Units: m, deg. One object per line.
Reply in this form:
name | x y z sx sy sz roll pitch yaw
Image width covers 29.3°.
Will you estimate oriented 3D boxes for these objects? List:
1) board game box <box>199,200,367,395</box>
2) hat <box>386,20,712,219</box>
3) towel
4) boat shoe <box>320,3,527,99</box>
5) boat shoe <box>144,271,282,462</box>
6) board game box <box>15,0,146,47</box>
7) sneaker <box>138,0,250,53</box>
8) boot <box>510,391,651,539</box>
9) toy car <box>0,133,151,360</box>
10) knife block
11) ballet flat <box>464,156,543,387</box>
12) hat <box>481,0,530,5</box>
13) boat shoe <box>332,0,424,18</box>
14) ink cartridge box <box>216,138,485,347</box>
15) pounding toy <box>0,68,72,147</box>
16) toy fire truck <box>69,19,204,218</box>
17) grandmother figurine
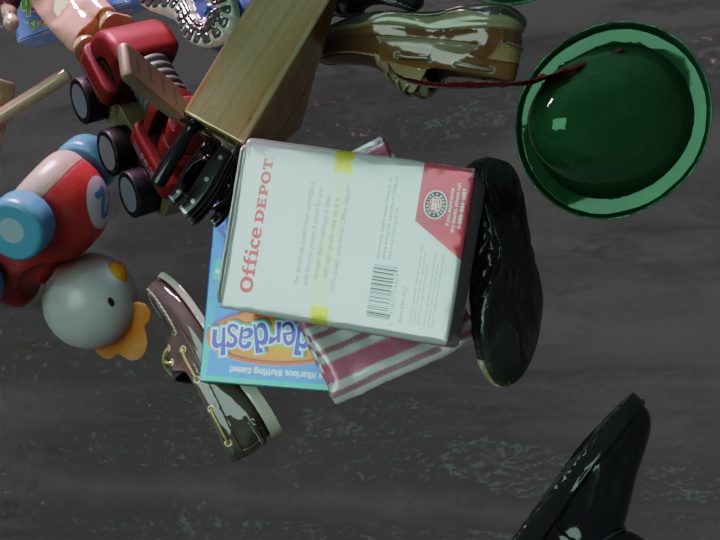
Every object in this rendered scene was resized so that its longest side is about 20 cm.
board game box | -0.062 0.008 1.255 0.150 0.045 0.202 3 84 5
hat | 0.168 -0.129 1.106 0.199 0.176 0.167 -29 74 21
towel | 0.000 0.000 1.214 0.145 0.030 0.201 -26 82 1
boat shoe | 0.052 -0.193 1.233 0.198 0.075 0.075 0 90 27
boat shoe | -0.153 0.090 1.310 0.059 0.072 0.200 -35 73 -10
board game box | -0.307 -0.354 1.452 0.150 0.037 0.202 -12 80 26
sneaker | -0.152 -0.258 1.343 0.079 0.089 0.200 -49 47 12
boot | 0.220 0.221 1.107 0.162 0.073 0.199 38 77 8
toy car | -0.274 0.001 1.354 0.200 0.185 0.177 43 118 -9
knife block | -0.106 -0.141 1.179 0.064 0.176 0.201 28 128 11
ballet flat | 0.120 0.001 1.201 0.057 0.066 0.202 161 108 -65
hat | 0.087 -0.334 1.158 0.199 0.176 0.167 35 102 25
boat shoe | -0.024 -0.264 1.278 0.199 0.074 0.061 25 97 30
ink cartridge box | -0.006 -0.023 1.156 0.198 0.083 0.147 10 88 12
pounding toy | -0.434 -0.149 1.429 0.142 0.199 0.186 19 95 55
toy fire truck | -0.199 -0.166 1.277 0.177 0.128 0.200 60 148 19
grandmother figurine | -0.321 -0.292 1.406 0.121 0.061 0.200 -37 66 -9
